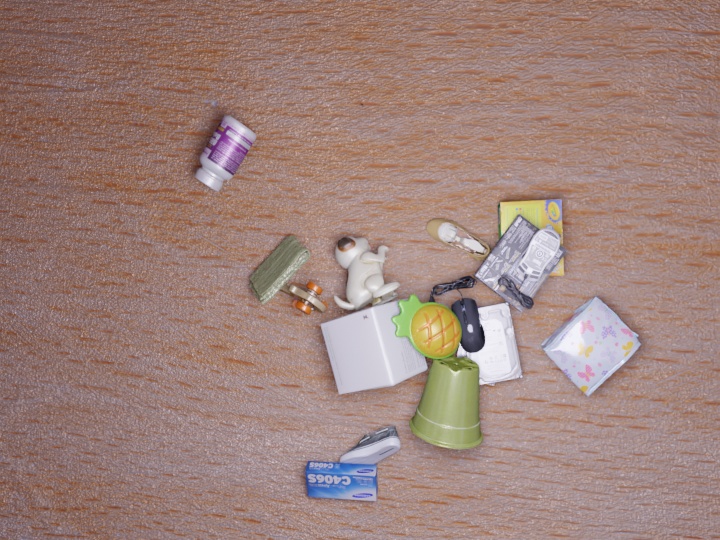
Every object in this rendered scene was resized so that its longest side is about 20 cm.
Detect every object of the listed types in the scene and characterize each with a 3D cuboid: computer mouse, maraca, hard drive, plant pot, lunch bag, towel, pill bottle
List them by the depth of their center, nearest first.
[{"bbox_3d":[0.439,-0.013,1.495,0.109,0.044,0.202,33,101,11],"label":"computer mouse"},{"bbox_3d":[0.172,0.144,1.503,0.197,0.107,0.139,27,75,-13],"label":"maraca"},{"bbox_3d":[0.235,0.327,1.530,0.196,0.200,0.194,8,100,8],"label":"plant pot"},{"bbox_3d":[0.605,0.194,1.544,0.170,0.127,0.200,45,103,9],"label":"lunch bag"},{"bbox_3d":[0.251,0.122,1.561,0.138,0.046,0.205,-10,84,17],"label":"computer mouse"},{"bbox_3d":[0.349,0.198,1.582,0.137,0.038,0.204,-10,85,7],"label":"hard drive"},{"bbox_3d":[-0.233,-0.004,1.664,0.201,0.148,0.036,-49,125,0],"label":"towel"},{"bbox_3d":[-0.397,-0.337,1.707,0.111,0.112,0.202,32,91,8],"label":"pill bottle"}]

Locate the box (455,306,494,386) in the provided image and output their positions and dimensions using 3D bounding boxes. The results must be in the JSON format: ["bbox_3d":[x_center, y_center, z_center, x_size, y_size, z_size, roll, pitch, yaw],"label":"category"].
[{"bbox_3d":[0.329,0.205,1.621,0.117,0.041,0.204,10,91,8],"label":"box"}]

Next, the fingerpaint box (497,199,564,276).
[{"bbox_3d":[0.461,-0.085,1.599,0.163,0.073,0.205,-3,89,8],"label":"fingerpaint box"}]

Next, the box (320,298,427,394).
[{"bbox_3d":[0.036,0.201,1.560,0.198,0.170,0.203,-19,84,38],"label":"box"}]

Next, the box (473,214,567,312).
[{"bbox_3d":[0.417,-0.020,1.543,0.157,0.050,0.202,36,95,6],"label":"box"}]

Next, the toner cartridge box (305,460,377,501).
[{"bbox_3d":[-0.051,0.584,1.632,0.195,0.043,0.097,0,117,8],"label":"toner cartridge box"}]

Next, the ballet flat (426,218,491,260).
[{"bbox_3d":[0.275,-0.092,1.630,0.197,0.063,0.070,26,90,8],"label":"ballet flat"}]

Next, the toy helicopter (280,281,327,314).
[{"bbox_3d":[-0.175,0.070,1.668,0.198,0.132,0.080,24,78,31],"label":"toy helicopter"}]

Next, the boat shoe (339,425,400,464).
[{"bbox_3d":[0.028,0.491,1.634,0.198,0.072,0.072,-27,40,22],"label":"boat shoe"}]

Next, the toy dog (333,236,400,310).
[{"bbox_3d":[0.000,0.000,1.633,0.191,0.140,0.203,-25,73,1],"label":"toy dog"}]
